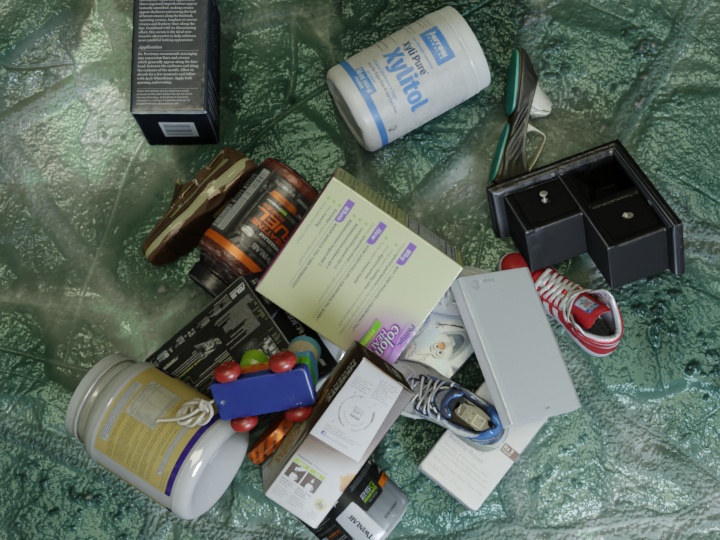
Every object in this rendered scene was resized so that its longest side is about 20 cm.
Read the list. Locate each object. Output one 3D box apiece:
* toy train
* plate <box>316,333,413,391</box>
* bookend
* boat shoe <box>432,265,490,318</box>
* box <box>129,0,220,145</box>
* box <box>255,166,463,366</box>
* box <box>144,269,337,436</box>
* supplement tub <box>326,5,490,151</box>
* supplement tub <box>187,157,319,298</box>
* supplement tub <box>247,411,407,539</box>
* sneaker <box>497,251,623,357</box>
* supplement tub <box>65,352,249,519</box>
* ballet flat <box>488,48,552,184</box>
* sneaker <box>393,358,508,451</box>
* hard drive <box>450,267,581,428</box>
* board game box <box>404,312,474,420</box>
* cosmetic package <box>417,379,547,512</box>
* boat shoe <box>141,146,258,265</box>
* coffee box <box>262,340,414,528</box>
[{"bbox_3d":[-0.145,0.136,1.569,0.199,0.116,0.085,-11,110,14],"label":"toy train"},{"bbox_3d":[-0.049,0.115,1.731,0.199,0.032,0.201,25,98,10],"label":"plate"},{"bbox_3d":[0.298,-0.056,1.715,0.199,0.092,0.199,-19,42,-3],"label":"bookend"},{"bbox_3d":[0.100,0.015,1.711,0.201,0.086,0.075,10,80,2],"label":"boat shoe"},{"bbox_3d":[-0.255,-0.292,1.788,0.106,0.148,0.201,0,79,0],"label":"box"},{"bbox_3d":[0.000,0.000,1.625,0.200,0.097,0.176,34,102,-4],"label":"box"},{"bbox_3d":[-0.158,0.123,1.697,0.200,0.086,0.164,-40,80,23],"label":"box"},{"bbox_3d":[0.065,-0.267,1.789,0.199,0.132,0.132,-30,80,-4],"label":"supplement tub"},{"bbox_3d":[-0.148,-0.049,1.762,0.107,0.107,0.200,37,82,7],"label":"supplement tub"},{"bbox_3d":[-0.045,0.274,1.673,0.200,0.123,0.123,44,82,-4],"label":"supplement tub"},{"bbox_3d":[0.275,0.036,1.737,0.200,0.113,0.071,39,81,7],"label":"sneaker"},{"bbox_3d":[-0.258,0.206,1.625,0.199,0.145,0.146,29,80,18],"label":"supplement tub"},{"bbox_3d":[0.231,-0.211,1.814,0.068,0.068,0.201,11,89,-7],"label":"ballet flat"},{"bbox_3d":[0.102,0.164,1.659,0.199,0.085,0.077,23,79,8],"label":"sneaker"},{"bbox_3d":[0.203,0.097,1.673,0.131,0.026,0.201,-8,72,-38],"label":"hard drive"},{"bbox_3d":[0.066,0.066,1.768,0.200,0.043,0.199,42,82,8],"label":"board game box"},{"bbox_3d":[0.175,0.216,1.724,0.102,0.074,0.200,37,83,7],"label":"cosmetic package"},{"bbox_3d":[-0.235,-0.094,1.796,0.202,0.075,0.075,-42,68,-13],"label":"boat shoe"},{"bbox_3d":[-0.030,0.195,1.547,0.080,0.114,0.200,36,93,-10],"label":"coffee box"}]
